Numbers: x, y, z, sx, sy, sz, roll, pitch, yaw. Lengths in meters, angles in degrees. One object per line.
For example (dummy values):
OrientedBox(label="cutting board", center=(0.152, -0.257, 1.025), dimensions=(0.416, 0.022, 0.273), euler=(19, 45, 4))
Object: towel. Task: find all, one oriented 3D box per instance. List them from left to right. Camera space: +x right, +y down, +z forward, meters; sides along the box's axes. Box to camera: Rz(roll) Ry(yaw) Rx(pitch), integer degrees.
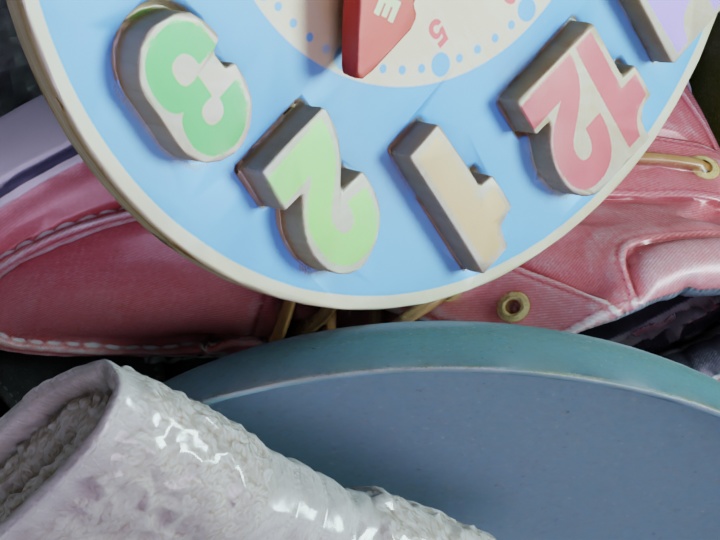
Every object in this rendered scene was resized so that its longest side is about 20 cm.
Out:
OrientedBox(label="towel", center=(-0.066, 0.099, 0.656), dimensions=(0.132, 0.035, 0.200), euler=(26, 127, -36))

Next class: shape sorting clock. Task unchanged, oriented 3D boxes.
OrientedBox(label="shape sorting clock", center=(0.012, -0.090, 0.603), dimensions=(0.200, 0.039, 0.200), euler=(-14, 111, -40))

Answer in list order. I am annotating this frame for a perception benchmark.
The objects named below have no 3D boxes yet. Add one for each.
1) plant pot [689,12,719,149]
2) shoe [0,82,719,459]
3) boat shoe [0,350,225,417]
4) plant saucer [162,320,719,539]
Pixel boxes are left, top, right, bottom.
OrientedBox(label="plant pot", center=(0.163, -0.076, 0.743), dimensions=(0.200, 0.200, 0.193), euler=(13, 111, -26))
OrientedBox(label="shoe", center=(0.000, 0.000, 0.675), dimensions=(0.200, 0.091, 0.072), euler=(-12, 142, -21))
OrientedBox(label="boat shoe", center=(-0.081, 0.042, 0.715), dimensions=(0.200, 0.057, 0.069), euler=(-4, 114, -5))
OrientedBox(label="plant saucer", center=(0.018, 0.064, 0.679), dimensions=(0.200, 0.027, 0.200), euler=(1, 147, 0))
